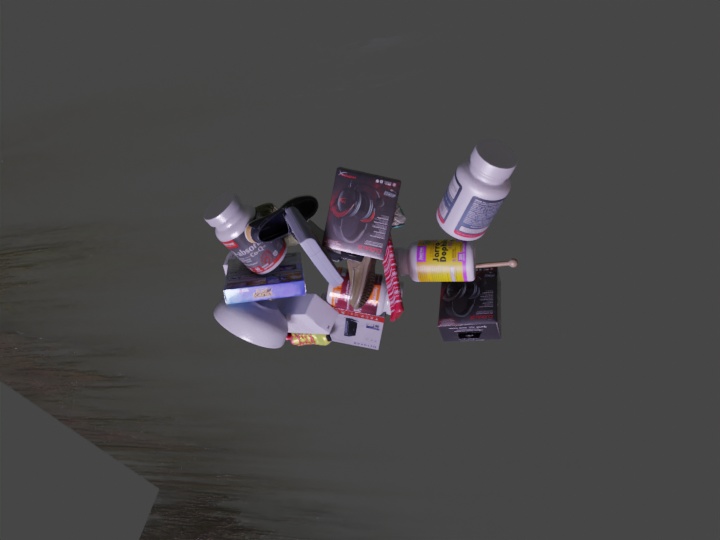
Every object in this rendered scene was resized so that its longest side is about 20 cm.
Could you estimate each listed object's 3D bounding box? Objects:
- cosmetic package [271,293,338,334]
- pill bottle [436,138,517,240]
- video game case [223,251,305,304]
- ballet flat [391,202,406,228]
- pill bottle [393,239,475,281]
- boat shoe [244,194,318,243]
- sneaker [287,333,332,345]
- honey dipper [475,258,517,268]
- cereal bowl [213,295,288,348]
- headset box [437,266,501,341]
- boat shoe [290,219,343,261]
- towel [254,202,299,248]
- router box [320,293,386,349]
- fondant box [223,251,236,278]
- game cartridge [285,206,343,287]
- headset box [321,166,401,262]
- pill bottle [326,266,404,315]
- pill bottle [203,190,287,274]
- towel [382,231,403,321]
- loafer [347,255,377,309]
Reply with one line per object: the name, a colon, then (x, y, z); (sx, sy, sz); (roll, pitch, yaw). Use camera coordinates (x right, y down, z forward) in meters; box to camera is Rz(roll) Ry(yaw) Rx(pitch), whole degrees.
cosmetic package: (-0.167, 0.120, 1.478); (0.199, 0.072, 0.101); (-4, 142, 47)
pill bottle: (0.248, -0.170, 1.125); (0.119, 0.120, 0.201); (16, 140, -4)
video game case: (-0.247, 0.016, 1.381); (0.198, 0.182, 0.046); (-6, 116, -7)
ballet flat: (0.016, -0.123, 1.295); (0.199, 0.072, 0.072); (-12, 134, 23)
pill bottle: (0.184, -0.024, 1.321); (0.198, 0.105, 0.105); (-1, 138, 16)
boat shoe: (-0.177, -0.118, 1.256); (0.062, 0.199, 0.075); (23, 135, 50)
sneaker: (-0.166, 0.202, 1.629); (0.199, 0.090, 0.079); (5, 125, 49)
honey dipper: (0.299, -0.011, 1.360); (0.199, 0.038, 0.038); (-4, 137, 16)
cereal bowl: (-0.271, 0.114, 1.375); (0.199, 0.200, 0.084); (27, 97, -17)
headset box: (0.281, 0.093, 1.358); (0.148, 0.201, 0.077); (-5, 137, 22)
boat shoe: (-0.118, -0.077, 1.362); (0.199, 0.076, 0.060); (28, 135, -18)
towel: (-0.261, -0.103, 1.402); (0.199, 0.037, 0.148); (-18, 132, 30)
router box: (-0.027, 0.159, 1.631); (0.198, 0.049, 0.180); (10, 140, 3)
fondant box: (-0.283, 0.025, 1.538); (0.198, 0.059, 0.145); (9, 140, 6)
game cartridge: (-0.103, -0.047, 1.231); (0.041, 0.134, 0.200); (-30, 144, 3)
headset box: (0.000, -0.120, 1.205); (0.148, 0.075, 0.201); (13, 104, 0)
pill bottle: (0.014, 0.060, 1.456); (0.198, 0.115, 0.115); (10, 140, 3)
pill bottle: (-0.280, -0.091, 1.300); (0.115, 0.116, 0.200); (-15, 134, 29)
towel: (0.074, 0.017, 1.299); (0.022, 0.201, 0.145); (-8, 167, -4)
loafer: (0.000, 0.000, 1.369); (0.067, 0.201, 0.076); (15, -177, 22)
